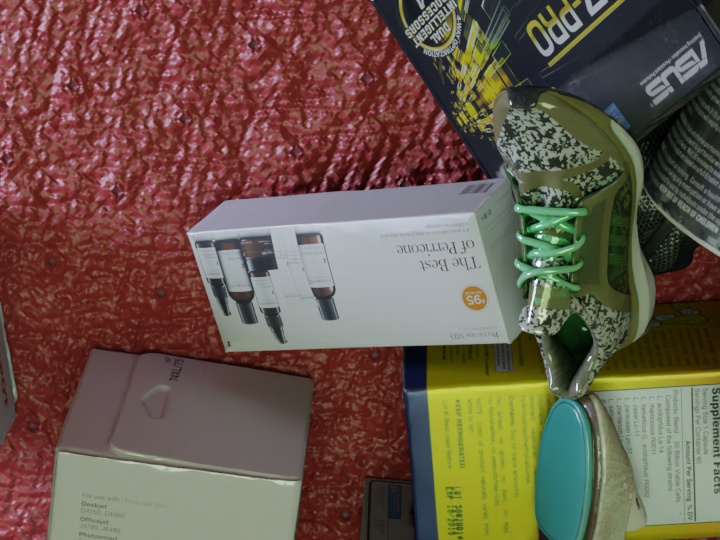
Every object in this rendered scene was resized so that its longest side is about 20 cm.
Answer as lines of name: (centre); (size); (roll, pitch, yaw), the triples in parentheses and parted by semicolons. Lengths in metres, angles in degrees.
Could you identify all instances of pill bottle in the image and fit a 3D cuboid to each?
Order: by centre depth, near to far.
pill bottle: (0.241, -0.102, 1.090); (0.106, 0.106, 0.201); (27, 110, -9)

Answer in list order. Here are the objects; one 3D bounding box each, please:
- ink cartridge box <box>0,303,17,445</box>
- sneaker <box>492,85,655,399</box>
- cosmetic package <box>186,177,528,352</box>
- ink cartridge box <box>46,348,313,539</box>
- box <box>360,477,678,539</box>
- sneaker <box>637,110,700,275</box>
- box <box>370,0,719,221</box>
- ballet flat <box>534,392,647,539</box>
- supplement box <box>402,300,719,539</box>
ink cartridge box: (-0.268, 0.065, 1.192); (0.085, 0.200, 0.148); (-5, 111, 5)
sneaker: (0.109, -0.009, 1.091); (0.076, 0.089, 0.201); (3, 136, 27)
cosmetic package: (0.000, 0.000, 1.196); (0.198, 0.051, 0.083); (-4, 115, 33)
ink cartridge box: (-0.113, 0.173, 1.259); (0.144, 0.147, 0.202); (8, 112, -1)
box: (0.097, 0.185, 1.277); (0.198, 0.117, 0.061); (6, 109, 1)
sneaker: (0.172, -0.085, 1.194); (0.113, 0.076, 0.201); (2, 114, -1)
box: (0.107, -0.139, 1.106); (0.162, 0.049, 0.200); (56, 141, 4)
ballet flat: (0.132, 0.156, 1.184); (0.062, 0.067, 0.202); (-5, 114, -26)
supplement box: (0.127, 0.092, 1.243); (0.198, 0.110, 0.110); (-3, 111, 3)
